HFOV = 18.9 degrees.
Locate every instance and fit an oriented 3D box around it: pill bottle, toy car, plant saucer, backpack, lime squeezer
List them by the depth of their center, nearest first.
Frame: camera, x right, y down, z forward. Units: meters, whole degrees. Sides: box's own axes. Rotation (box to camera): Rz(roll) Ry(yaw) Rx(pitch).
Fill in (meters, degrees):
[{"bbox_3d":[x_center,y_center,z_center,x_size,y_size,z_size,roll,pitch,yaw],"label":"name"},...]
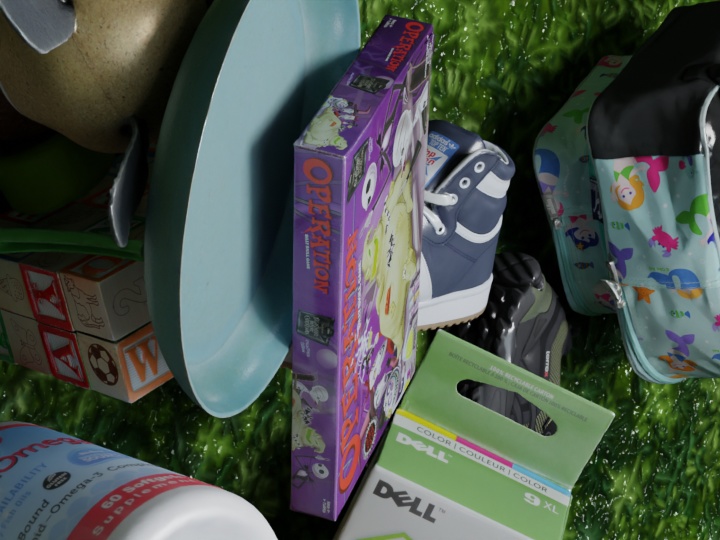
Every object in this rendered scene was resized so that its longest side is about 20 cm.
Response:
[{"bbox_3d":[-0.121,-0.089,0.865,0.157,0.200,0.165,-25,117,5],"label":"toy car"},{"bbox_3d":[-0.045,-0.041,0.884,0.200,0.027,0.202,14,90,-75],"label":"plant saucer"},{"bbox_3d":[-0.187,0.005,0.918,0.199,0.071,0.038,-25,131,5],"label":"lime squeezer"},{"bbox_3d":[-0.131,0.126,0.925,0.108,0.199,0.110,-12,107,-43],"label":"pill bottle"},{"bbox_3d":[0.194,-0.034,1.242,0.178,0.149,0.201,-49,124,-47],"label":"backpack"}]

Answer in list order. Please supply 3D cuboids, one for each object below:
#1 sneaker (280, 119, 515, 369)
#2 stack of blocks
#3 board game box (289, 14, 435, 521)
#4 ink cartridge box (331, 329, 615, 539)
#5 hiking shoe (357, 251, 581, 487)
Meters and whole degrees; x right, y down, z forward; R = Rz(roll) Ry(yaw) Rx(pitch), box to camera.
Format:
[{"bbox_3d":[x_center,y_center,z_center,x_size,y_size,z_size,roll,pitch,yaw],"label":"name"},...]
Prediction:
[{"bbox_3d":[0.007,-0.020,1.109,0.199,0.070,0.109,-15,127,-49],"label":"sneaker"},{"bbox_3d":[-0.075,-0.020,1.010,0.199,0.115,0.059,-32,120,-37],"label":"stack of blocks"},{"bbox_3d":[0.000,0.000,0.985,0.120,0.032,0.201,-53,153,-48],"label":"board game box"},{"bbox_3d":[0.041,0.142,1.107,0.059,0.103,0.201,-64,180,-62],"label":"ink cartridge box"},{"bbox_3d":[0.071,0.095,1.210,0.101,0.075,0.201,42,68,-38],"label":"hiking shoe"}]
